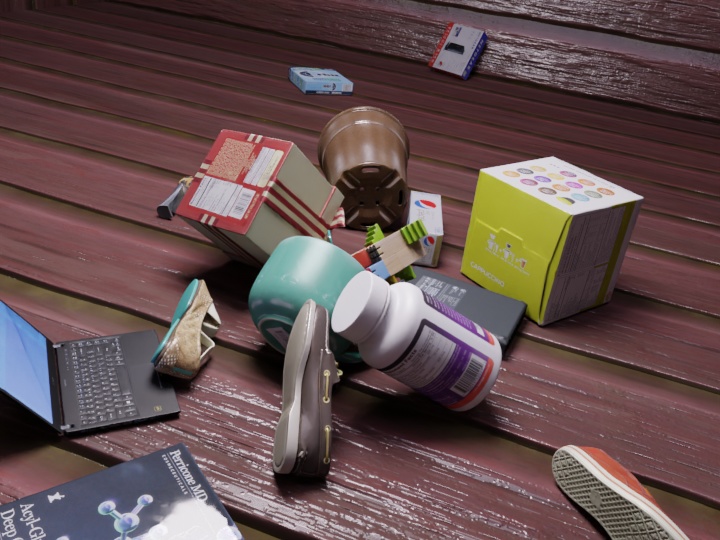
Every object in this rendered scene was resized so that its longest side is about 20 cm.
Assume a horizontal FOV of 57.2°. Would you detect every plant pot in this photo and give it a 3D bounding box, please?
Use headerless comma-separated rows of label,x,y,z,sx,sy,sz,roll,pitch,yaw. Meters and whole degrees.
plant pot,0.013,-0.196,1.327,0.198,0.201,0.199,4,35,-8

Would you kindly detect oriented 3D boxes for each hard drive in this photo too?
hard drive,0.153,0.059,1.047,0.199,0.033,0.140,19,30,20

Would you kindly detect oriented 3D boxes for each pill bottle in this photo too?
pill bottle,0.067,0.084,0.813,0.199,0.112,0.112,32,20,-22

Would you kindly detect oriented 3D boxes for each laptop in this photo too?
laptop,-0.328,0.094,0.776,0.198,0.104,0.177,-6,32,-25

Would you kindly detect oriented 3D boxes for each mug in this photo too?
mug,-0.057,0.054,0.874,0.184,0.153,0.115,23,55,10

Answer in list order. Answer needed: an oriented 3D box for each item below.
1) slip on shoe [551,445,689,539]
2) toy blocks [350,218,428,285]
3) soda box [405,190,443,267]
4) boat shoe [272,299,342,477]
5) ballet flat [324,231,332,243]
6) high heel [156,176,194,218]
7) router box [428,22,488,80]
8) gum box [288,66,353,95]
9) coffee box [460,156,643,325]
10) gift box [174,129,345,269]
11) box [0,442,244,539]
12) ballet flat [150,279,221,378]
slip on shoe,0.287,0.253,0.691,0.061,0.075,0.200,-3,25,-26
toy blocks,0.000,0.000,0.982,0.136,0.100,0.200,-29,2,-32
soda box,0.120,-0.084,1.264,0.063,0.069,0.200,9,28,1
boat shoe,-0.054,0.131,0.751,0.059,0.072,0.201,15,59,-18
ballet flat,-0.085,-0.083,1.218,0.070,0.071,0.200,5,28,-6
high heel,-0.269,-0.142,1.256,0.198,0.072,0.143,5,33,13
router box,0.400,-0.903,2.719,0.179,0.201,0.049,29,4,35
gum box,-0.139,-0.650,2.264,0.169,0.045,0.200,-4,30,-22
coffee box,0.319,-0.058,1.131,0.197,0.201,0.199,-14,35,-34
gift box,-0.142,-0.086,1.036,0.199,0.185,0.187,23,-12,34
box,-0.203,0.251,0.518,0.199,0.108,0.148,-13,34,-35
ballet flat,-0.225,0.081,0.887,0.065,0.071,0.200,33,25,-16
